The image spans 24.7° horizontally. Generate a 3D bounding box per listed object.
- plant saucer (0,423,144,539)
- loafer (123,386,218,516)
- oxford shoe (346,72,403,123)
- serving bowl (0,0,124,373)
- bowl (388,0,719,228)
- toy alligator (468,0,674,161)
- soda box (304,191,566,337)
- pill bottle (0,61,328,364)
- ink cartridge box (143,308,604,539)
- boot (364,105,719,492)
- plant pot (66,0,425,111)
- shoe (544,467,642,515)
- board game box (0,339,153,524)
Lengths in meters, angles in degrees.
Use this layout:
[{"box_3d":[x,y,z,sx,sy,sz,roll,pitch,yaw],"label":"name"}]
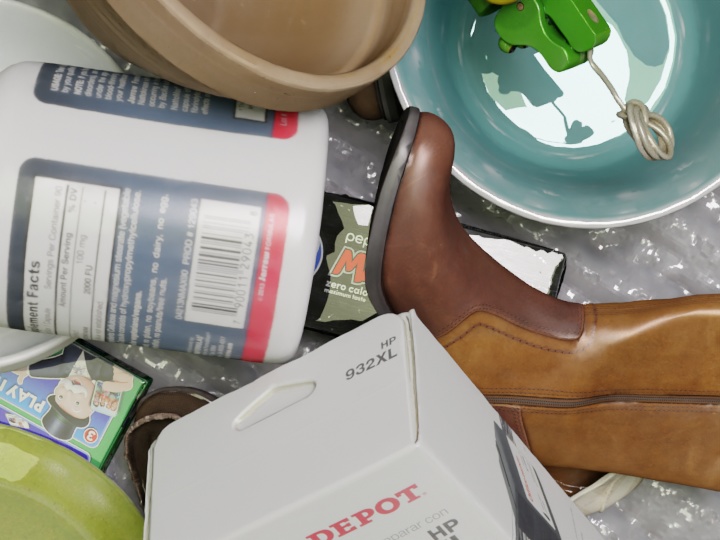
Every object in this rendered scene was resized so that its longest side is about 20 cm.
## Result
[{"box_3d":[-0.191,0.145,0.760,0.198,0.201,0.031,19,123,1],"label":"plant saucer"},{"box_3d":[-0.067,0.154,0.817,0.073,0.071,0.202,-25,88,31],"label":"loafer"},{"box_3d":[-0.035,-0.157,0.840,0.084,0.073,0.202,-26,76,3],"label":"oxford shoe"},{"box_3d":[-0.201,-0.035,0.823,0.197,0.066,0.203,4,67,-10],"label":"serving bowl"},{"box_3d":[0.110,-0.119,0.815,0.198,0.105,0.204,0,88,2],"label":"bowl"},{"box_3d":[0.072,-0.127,0.740,0.054,0.059,0.202,-30,88,41],"label":"toy alligator"},{"box_3d":[0.000,0.000,0.834,0.198,0.063,0.072,14,89,0],"label":"soda box"},{"box_3d":[-0.119,-0.029,0.736,0.197,0.120,0.121,8,89,-6],"label":"pill bottle"},{"box_3d":[0.016,0.134,0.748,0.144,0.084,0.200,-27,126,19],"label":"ink cartridge box"},{"box_3d":[0.101,0.019,0.749,0.197,0.069,0.191,3,111,5],"label":"boot"},{"box_3d":[-0.072,-0.150,0.713,0.092,0.200,0.202,-29,88,39],"label":"plant pot"},{"box_3d":[0.052,0.109,0.835,0.198,0.053,0.071,-16,88,2],"label":"shoe"},{"box_3d":[-0.226,0.069,0.854,0.198,0.029,0.136,29,90,2],"label":"board game box"}]
